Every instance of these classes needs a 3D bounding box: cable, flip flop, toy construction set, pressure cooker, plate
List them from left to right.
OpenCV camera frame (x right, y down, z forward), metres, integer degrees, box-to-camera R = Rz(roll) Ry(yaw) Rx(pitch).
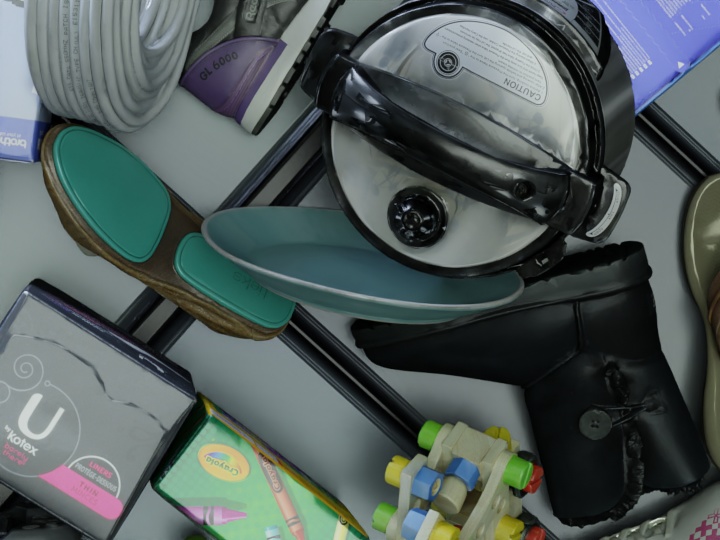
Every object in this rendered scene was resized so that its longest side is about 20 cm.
[{"bbox_3d":[-0.142,-0.184,1.663,0.069,0.200,0.201,10,89,10],"label":"cable"},{"bbox_3d":[0.000,0.000,1.707,0.200,0.200,0.026,9,104,-5],"label":"plate"},{"bbox_3d":[0.055,0.169,1.735,0.092,0.200,0.131,30,54,11],"label":"toy construction set"},{"bbox_3d":[0.071,-0.084,1.687,0.175,0.200,0.179,-16,96,18],"label":"pressure cooker"},{"bbox_3d":[0.248,0.034,1.786,0.081,0.058,0.201,2,78,-5],"label":"flip flop"}]

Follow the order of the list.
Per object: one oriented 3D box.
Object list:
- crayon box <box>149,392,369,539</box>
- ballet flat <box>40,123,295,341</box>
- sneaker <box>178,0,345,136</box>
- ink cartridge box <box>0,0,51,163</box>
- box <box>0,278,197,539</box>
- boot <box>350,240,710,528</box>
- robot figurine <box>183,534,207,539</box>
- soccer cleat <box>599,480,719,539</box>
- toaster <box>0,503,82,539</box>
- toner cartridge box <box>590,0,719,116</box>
[{"bbox_3d":[-0.065,0.136,1.702,0.119,0.200,0.058,38,88,-5],"label":"crayon box"},{"bbox_3d":[-0.130,-0.017,1.743,0.200,0.072,0.068,33,62,-25],"label":"ballet flat"},{"bbox_3d":[-0.048,-0.191,1.757,0.087,0.076,0.200,32,89,1],"label":"sneaker"},{"bbox_3d":[-0.205,-0.134,1.720,0.042,0.119,0.201,10,92,-4],"label":"ink cartridge box"},{"bbox_3d":[-0.175,0.082,1.691,0.122,0.200,0.106,32,89,-5],"label":"box"},{"bbox_3d":[0.108,0.084,1.775,0.200,0.076,0.169,-14,101,7],"label":"boot"},{"bbox_3d":[-0.084,0.268,1.747,0.175,0.116,0.200,-27,94,3],"label":"robot figurine"},{"bbox_3d":[0.166,0.196,1.788,0.086,0.070,0.200,42,89,-5],"label":"soccer cleat"},{"bbox_3d":[-0.262,0.215,1.733,0.199,0.114,0.130,-2,94,-6],"label":"toaster"},{"bbox_3d":[0.142,-0.202,1.785,0.095,0.043,0.200,-39,94,-1],"label":"toner cartridge box"}]
